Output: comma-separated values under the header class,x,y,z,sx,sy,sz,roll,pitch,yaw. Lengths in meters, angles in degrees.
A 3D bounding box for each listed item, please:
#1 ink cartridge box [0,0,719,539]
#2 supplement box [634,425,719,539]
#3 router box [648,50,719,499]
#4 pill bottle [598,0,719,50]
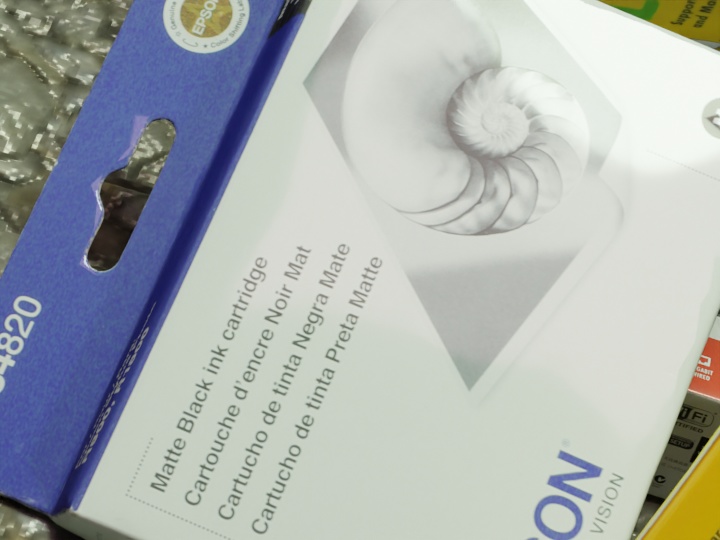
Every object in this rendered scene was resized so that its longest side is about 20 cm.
class,x,y,z,sx,sy,sz,roll,pitch,yaw
ink cartridge box,0.000,0.000,0.630,0.199,0.041,0.201,21,74,6
supplement box,0.169,0.116,0.550,0.200,0.110,0.109,42,16,25
router box,0.112,-0.005,0.729,0.199,0.049,0.180,17,43,0
pill bottle,0.058,-0.137,0.732,0.198,0.112,0.112,6,43,-10
